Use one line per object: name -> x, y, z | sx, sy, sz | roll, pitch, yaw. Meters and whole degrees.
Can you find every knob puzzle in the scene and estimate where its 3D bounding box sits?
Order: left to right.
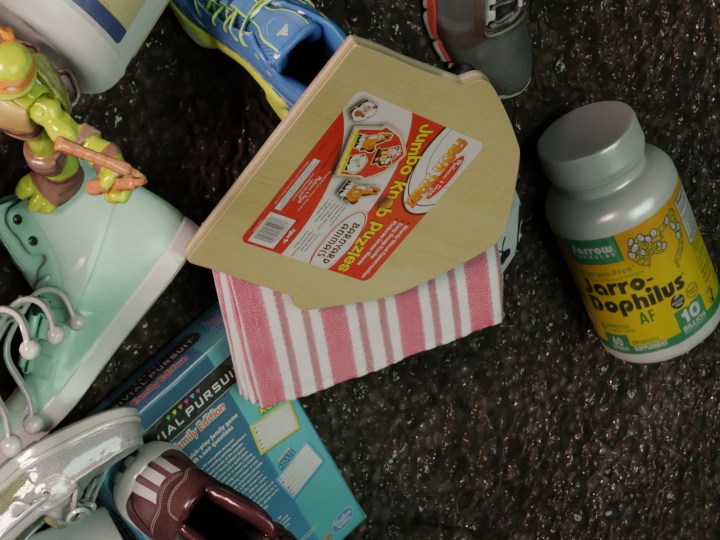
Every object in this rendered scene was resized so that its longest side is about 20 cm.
knob puzzle -> 0.014, -0.053, 0.929 | 0.217, 0.031, 0.221 | -15, 139, -13

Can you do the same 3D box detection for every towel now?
towel -> 0.000, 0.000, 0.996 | 0.198, 0.030, 0.148 | -19, 123, -13

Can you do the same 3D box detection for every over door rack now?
over door rack -> -0.235, 0.101, 0.841 | 0.067, 0.148, 0.200 | 42, 92, -3

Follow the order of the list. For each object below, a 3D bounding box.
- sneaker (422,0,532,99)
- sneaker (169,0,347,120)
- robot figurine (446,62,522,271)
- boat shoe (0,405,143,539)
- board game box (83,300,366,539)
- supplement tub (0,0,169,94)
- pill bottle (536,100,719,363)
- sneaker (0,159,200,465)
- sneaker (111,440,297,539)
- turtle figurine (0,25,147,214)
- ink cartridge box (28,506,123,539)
sneaker -> 0.091, -0.213, 1.100 | 0.077, 0.081, 0.202 | -39, 121, -24
sneaker -> -0.057, -0.161, 0.932 | 0.200, 0.105, 0.076 | 44, 80, 4
robot figurine -> 0.033, -0.063, 1.059 | 0.200, 0.149, 0.126 | 47, 28, -34
boat shoe -> -0.212, 0.157, 0.920 | 0.201, 0.074, 0.065 | -36, 84, -8
board game box -> -0.099, 0.148, 1.054 | 0.151, 0.047, 0.201 | -41, 121, -23
supplement tub -> -0.156, -0.222, 0.868 | 0.144, 0.144, 0.202 | 39, 76, -36
pill bottle -> 0.217, -0.033, 1.218 | 0.113, 0.112, 0.201 | -41, 122, -23
sneaker -> -0.205, 0.019, 0.942 | 0.118, 0.074, 0.201 | 37, 92, -11
sneaker -> -0.072, 0.196, 0.981 | 0.200, 0.115, 0.076 | 44, 74, -35
turtle figurine -> -0.198, -0.097, 0.825 | 0.198, 0.161, 0.065 | 30, 73, -2
ink cartridge box -> -0.195, 0.267, 0.927 | 0.172, 0.201, 0.044 | -18, 153, -33
